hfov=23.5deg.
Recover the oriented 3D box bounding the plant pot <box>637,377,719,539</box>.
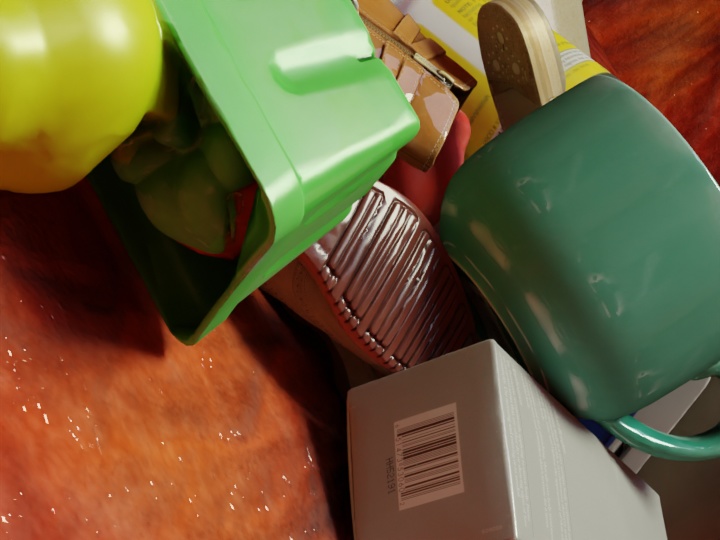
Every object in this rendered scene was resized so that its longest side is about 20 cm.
[{"bbox_3d":[0.231,0.143,1.038,0.200,0.173,0.200,52,17,-23],"label":"plant pot"}]

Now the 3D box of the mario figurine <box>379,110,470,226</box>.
[{"bbox_3d":[-0.018,-0.097,1.068,0.123,0.106,0.200,-19,61,-31],"label":"mario figurine"}]

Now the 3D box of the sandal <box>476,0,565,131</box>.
[{"bbox_3d":[0.091,-0.047,0.993,0.078,0.069,0.212,11,-58,63],"label":"sandal"}]

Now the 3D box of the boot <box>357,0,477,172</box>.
[{"bbox_3d":[0.001,-0.146,1.008,0.154,0.074,0.200,26,51,-2],"label":"boot"}]

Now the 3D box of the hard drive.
[{"bbox_3d":[0.160,0.077,1.030,0.025,0.132,0.200,36,16,1],"label":"hard drive"}]

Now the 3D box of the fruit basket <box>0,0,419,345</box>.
[{"bbox_3d":[-0.103,-0.075,0.664,0.215,0.156,0.216,9,64,-19],"label":"fruit basket"}]

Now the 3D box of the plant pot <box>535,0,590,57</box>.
[{"bbox_3d":[0.098,-0.139,1.289,0.200,0.200,0.184,28,44,-61],"label":"plant pot"}]

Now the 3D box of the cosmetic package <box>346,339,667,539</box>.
[{"bbox_3d":[0.080,0.129,0.835,0.200,0.090,0.107,46,31,-46],"label":"cosmetic package"}]

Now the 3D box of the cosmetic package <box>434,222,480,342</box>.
[{"bbox_3d":[0.077,0.025,1.033,0.102,0.074,0.200,40,18,-9],"label":"cosmetic package"}]

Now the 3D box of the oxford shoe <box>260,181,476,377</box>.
[{"bbox_3d":[-0.023,-0.013,0.821,0.200,0.075,0.071,48,58,-21],"label":"oxford shoe"}]

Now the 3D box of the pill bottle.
[{"bbox_3d":[0.076,-0.126,1.148,0.200,0.114,0.114,41,10,19],"label":"pill bottle"}]

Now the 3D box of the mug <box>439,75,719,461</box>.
[{"bbox_3d":[0.117,0.009,0.853,0.185,0.114,0.152,55,-8,22],"label":"mug"}]

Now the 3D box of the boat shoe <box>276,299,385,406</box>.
[{"bbox_3d":[0.000,0.000,0.881,0.200,0.076,0.072,56,15,-5],"label":"boat shoe"}]

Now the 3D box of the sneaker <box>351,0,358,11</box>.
[{"bbox_3d":[-0.066,-0.164,0.850,0.200,0.078,0.077,33,35,-56],"label":"sneaker"}]
